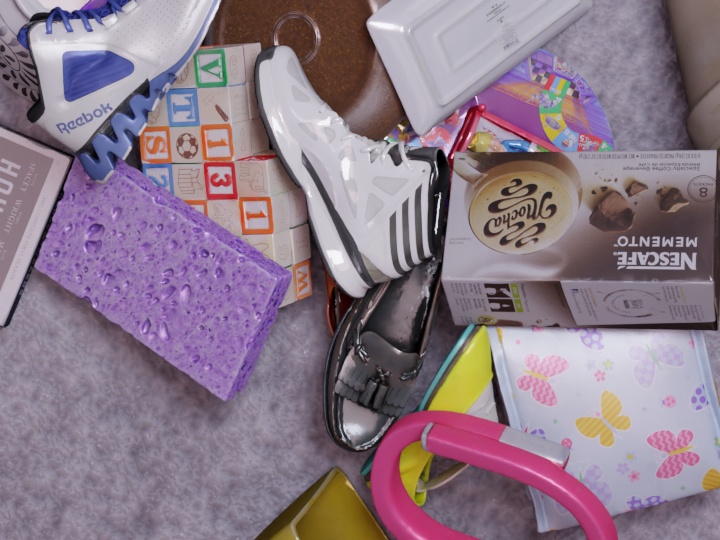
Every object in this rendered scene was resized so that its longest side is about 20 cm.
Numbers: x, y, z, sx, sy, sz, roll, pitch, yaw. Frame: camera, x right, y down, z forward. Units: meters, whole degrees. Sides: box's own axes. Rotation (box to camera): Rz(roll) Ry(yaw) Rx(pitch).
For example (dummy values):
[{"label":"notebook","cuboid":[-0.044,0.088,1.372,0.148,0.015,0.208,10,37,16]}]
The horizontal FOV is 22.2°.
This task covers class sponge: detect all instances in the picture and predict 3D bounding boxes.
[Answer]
[{"label":"sponge","cuboid":[-0.154,0.000,1.420,0.199,0.030,0.112,33,113,18]}]

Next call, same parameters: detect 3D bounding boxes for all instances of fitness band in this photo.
[{"label":"fitness band","cuboid":[0.099,0.180,1.383,0.199,0.037,0.144,17,131,20]}]

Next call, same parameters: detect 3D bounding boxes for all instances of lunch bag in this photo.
[{"label":"lunch bag","cuboid":[0.190,0.081,1.436,0.168,0.127,0.202,-16,100,3]}]

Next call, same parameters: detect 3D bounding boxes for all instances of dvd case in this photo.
[{"label":"dvd case","cuboid":[-0.350,-0.061,1.486,0.199,0.025,0.151,23,91,1]}]

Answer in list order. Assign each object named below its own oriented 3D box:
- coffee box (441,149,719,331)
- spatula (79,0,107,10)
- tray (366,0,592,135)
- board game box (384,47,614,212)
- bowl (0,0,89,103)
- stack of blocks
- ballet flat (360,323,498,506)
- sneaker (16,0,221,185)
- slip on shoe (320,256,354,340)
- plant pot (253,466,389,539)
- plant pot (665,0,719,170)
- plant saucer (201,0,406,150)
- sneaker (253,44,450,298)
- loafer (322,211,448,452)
[{"label":"coffee box","cuboid":[0.167,-0.022,1.361,0.198,0.080,0.114,1,62,14]},{"label":"spatula","cuboid":[-0.221,-0.239,1.391,0.056,0.021,0.201,-35,90,3]},{"label":"tray","cuboid":[0.101,-0.200,1.427,0.200,0.022,0.108,-38,119,-22]},{"label":"board game box","cuboid":[0.113,-0.085,1.458,0.199,0.039,0.159,-20,91,-9]},{"label":"bowl","cuboid":[-0.226,-0.227,1.449,0.199,0.094,0.203,0,92,0]},{"label":"stack of blocks","cuboid":[-0.107,-0.074,1.433,0.114,0.058,0.202,0,100,27]},{"label":"ballet flat","cuboid":[0.068,0.119,1.424,0.067,0.067,0.200,36,132,3]},{"label":"sneaker","cuboid":[-0.186,-0.172,1.349,0.115,0.081,0.200,31,101,-16]},{"label":"slip on shoe","cuboid":[0.000,0.000,1.467,0.073,0.061,0.202,-3,89,2]},{"label":"plant pot","cuboid":[-0.049,0.299,1.413,0.176,0.200,0.201,-33,91,12]},{"label":"plant pot","cuboid":[0.316,-0.194,1.412,0.199,0.200,0.175,-25,74,1]},{"label":"plant saucer","cuboid":[-0.045,-0.182,1.439,0.199,0.037,0.202,4,100,23]},{"label":"sneaker","cuboid":[0.003,-0.092,1.378,0.115,0.076,0.202,-24,88,18]},{"label":"loafer","cuboid":[0.023,0.044,1.409,0.071,0.063,0.201,20,86,-12]}]
